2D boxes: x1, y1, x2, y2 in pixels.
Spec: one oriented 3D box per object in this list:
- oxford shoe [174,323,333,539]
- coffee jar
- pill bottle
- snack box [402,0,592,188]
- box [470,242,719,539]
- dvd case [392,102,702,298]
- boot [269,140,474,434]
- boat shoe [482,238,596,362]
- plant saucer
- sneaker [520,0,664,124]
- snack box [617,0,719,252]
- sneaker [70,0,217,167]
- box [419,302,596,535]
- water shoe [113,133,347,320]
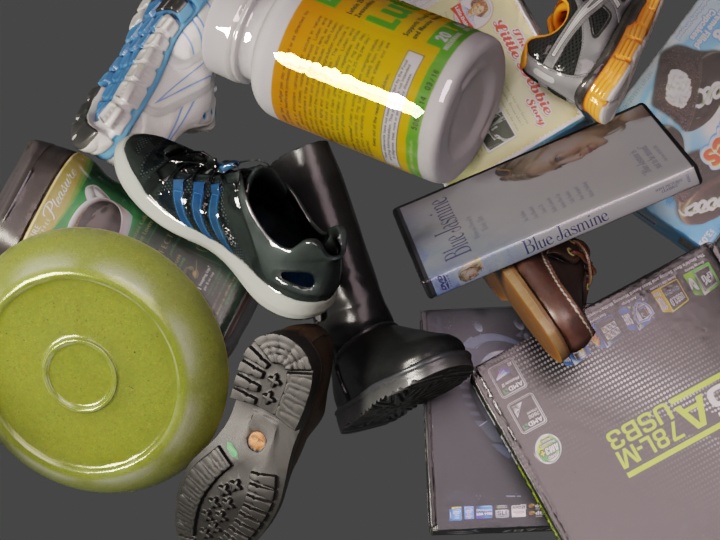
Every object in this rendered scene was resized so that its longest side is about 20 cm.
[{"bbox_3d":[-0.066,0.124,1.541,0.073,0.084,0.200,34,113,12],"label":"oxford shoe"},{"bbox_3d":[-0.170,-0.012,1.578,0.200,0.085,0.104,27,79,5],"label":"coffee jar"},{"bbox_3d":[-0.008,-0.147,1.564,0.200,0.111,0.111,23,79,20],"label":"pill bottle"},{"bbox_3d":[0.072,-0.166,1.618,0.116,0.037,0.200,-30,79,12],"label":"snack box"},{"bbox_3d":[0.207,0.109,1.526,0.200,0.048,0.193,-27,77,-4],"label":"box"},{"bbox_3d":[0.125,-0.051,1.520,0.200,0.143,0.018,-23,114,2],"label":"dvd case"},{"bbox_3d":[-0.001,0.000,1.542,0.066,0.165,0.200,-9,77,-31],"label":"boot"},{"bbox_3d":[0.126,-0.002,1.521,0.070,0.200,0.070,-29,116,-1],"label":"boat shoe"},{"bbox_3d":[-0.192,0.069,1.538,0.200,0.031,0.200,4,108,13],"label":"plant saucer"},{"bbox_3d":[0.176,-0.188,1.583,0.077,0.078,0.200,22,41,8],"label":"sneaker"},{"bbox_3d":[0.263,-0.120,1.614,0.116,0.037,0.200,36,81,9],"label":"snack box"},{"bbox_3d":[-0.133,-0.149,1.624,0.087,0.075,0.200,40,68,-28],"label":"sneaker"},{"bbox_3d":[0.145,0.106,1.573,0.200,0.044,0.160,-2,79,0],"label":"box"},{"bbox_3d":[-0.084,-0.051,1.515,0.200,0.079,0.071,38,39,20],"label":"water shoe"}]
